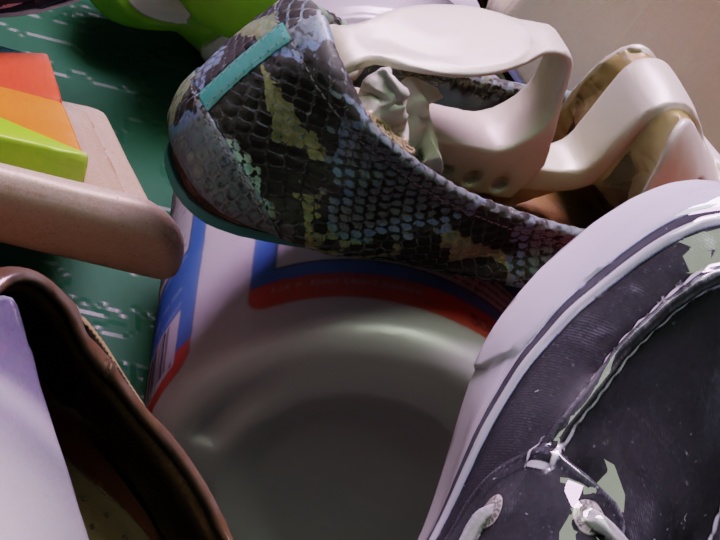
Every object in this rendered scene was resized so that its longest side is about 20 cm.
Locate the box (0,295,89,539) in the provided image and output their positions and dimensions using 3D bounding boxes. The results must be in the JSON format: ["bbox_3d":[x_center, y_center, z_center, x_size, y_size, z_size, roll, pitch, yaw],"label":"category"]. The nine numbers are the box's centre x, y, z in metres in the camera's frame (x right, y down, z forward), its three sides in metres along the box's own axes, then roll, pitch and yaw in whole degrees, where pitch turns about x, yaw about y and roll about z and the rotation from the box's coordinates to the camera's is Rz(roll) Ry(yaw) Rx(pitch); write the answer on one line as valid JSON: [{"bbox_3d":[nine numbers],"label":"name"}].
[{"bbox_3d":[-0.142,0.119,0.497,0.199,0.123,0.199,-3,59,-34],"label":"box"}]

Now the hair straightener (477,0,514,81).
[{"bbox_3d":[0.065,-0.059,0.861,0.041,0.077,0.201,-13,83,-6],"label":"hair straightener"}]

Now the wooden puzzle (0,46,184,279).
[{"bbox_3d":[-0.147,-0.050,0.763,0.184,0.037,0.200,13,8,-15],"label":"wooden puzzle"}]

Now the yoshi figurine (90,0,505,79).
[{"bbox_3d":[0.010,-0.090,0.930,0.199,0.112,0.113,9,43,-16],"label":"yoshi figurine"}]

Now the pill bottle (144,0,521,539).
[{"bbox_3d":[0.000,0.000,0.794,0.112,0.113,0.200,17,36,-10],"label":"pill bottle"}]

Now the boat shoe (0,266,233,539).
[{"bbox_3d":[-0.044,0.090,0.619,0.203,0.075,0.075,54,44,-3],"label":"boat shoe"}]

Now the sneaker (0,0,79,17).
[{"bbox_3d":[-0.110,-0.098,0.784,0.199,0.071,0.108,-3,16,-38],"label":"sneaker"}]

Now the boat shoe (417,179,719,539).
[{"bbox_3d":[0.040,0.072,0.582,0.072,0.200,0.068,38,-7,-22],"label":"boat shoe"}]

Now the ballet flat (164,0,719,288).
[{"bbox_3d":[0.046,-0.029,0.705,0.199,0.074,0.074,6,37,-41],"label":"ballet flat"}]

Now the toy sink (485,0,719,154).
[{"bbox_3d":[0.120,-0.112,0.825,0.130,0.200,0.112,49,-1,-34],"label":"toy sink"}]
